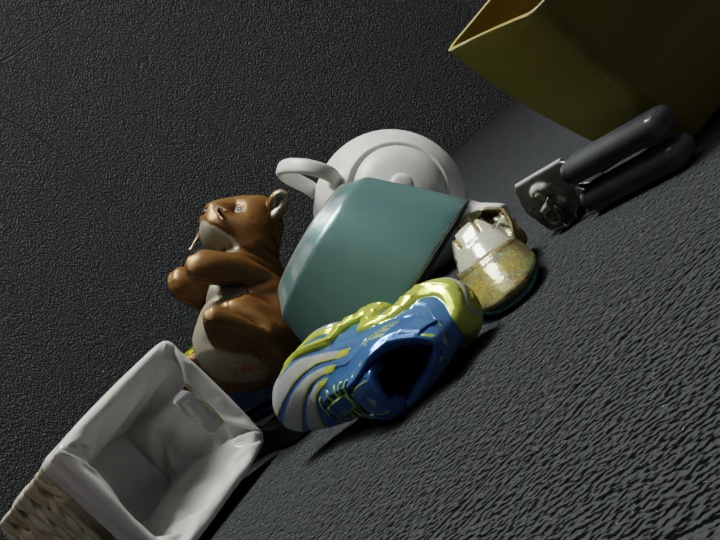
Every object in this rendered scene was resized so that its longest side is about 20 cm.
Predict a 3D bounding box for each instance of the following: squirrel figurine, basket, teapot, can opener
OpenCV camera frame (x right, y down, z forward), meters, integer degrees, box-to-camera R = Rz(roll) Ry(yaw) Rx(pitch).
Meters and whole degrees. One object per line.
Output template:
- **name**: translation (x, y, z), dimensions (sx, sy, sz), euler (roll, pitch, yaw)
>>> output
- **squirrel figurine**: translation (-0.089, 0.019, 1.115), dimensions (0.142, 0.198, 0.188), euler (126, 152, -51)
- **basket**: translation (-0.195, 0.179, 0.973), dimensions (0.123, 0.136, 0.200), euler (-43, 4, 28)
- **teapot**: translation (0.034, -0.081, 1.297), dimensions (0.199, 0.198, 0.146), euler (-31, -8, -8)
- **can opener**: translation (0.199, -0.086, 0.922), dimensions (0.067, 0.053, 0.200), euler (-42, 6, -30)

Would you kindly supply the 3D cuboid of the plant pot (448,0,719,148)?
- **plant pot**: translation (0.227, -0.212, 0.956), dimensions (0.200, 0.176, 0.200), euler (-50, 13, -8)

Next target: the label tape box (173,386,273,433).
- **label tape box**: translation (-0.149, 0.151, 1.235), dimensions (0.200, 0.063, 0.144), euler (-38, -9, 18)

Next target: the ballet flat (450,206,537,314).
- **ballet flat**: translation (0.103, -0.015, 0.926), dimensions (0.071, 0.071, 0.200), euler (-38, 4, 13)

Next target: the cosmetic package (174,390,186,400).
- **cosmetic package**: translation (-0.148, 0.122, 1.416), dimensions (0.150, 0.052, 0.200), euler (-28, -13, -39)

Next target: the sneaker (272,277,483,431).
- **sneaker**: translation (-0.004, 0.076, 0.833), dimensions (0.200, 0.076, 0.105), euler (-37, 5, 27)

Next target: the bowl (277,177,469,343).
- **bowl**: translation (0.000, 0.000, 0.986), dimensions (0.202, 0.105, 0.201), euler (-59, -5, -8)

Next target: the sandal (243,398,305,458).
- **sandal**: translation (-0.093, 0.146, 1.096), dimensions (0.076, 0.043, 0.200), euler (-42, 5, -39)

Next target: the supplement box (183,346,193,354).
- **supplement box**: translation (-0.208, 0.155, 1.585), dimensions (0.200, 0.110, 0.109), euler (-42, 4, -22)
